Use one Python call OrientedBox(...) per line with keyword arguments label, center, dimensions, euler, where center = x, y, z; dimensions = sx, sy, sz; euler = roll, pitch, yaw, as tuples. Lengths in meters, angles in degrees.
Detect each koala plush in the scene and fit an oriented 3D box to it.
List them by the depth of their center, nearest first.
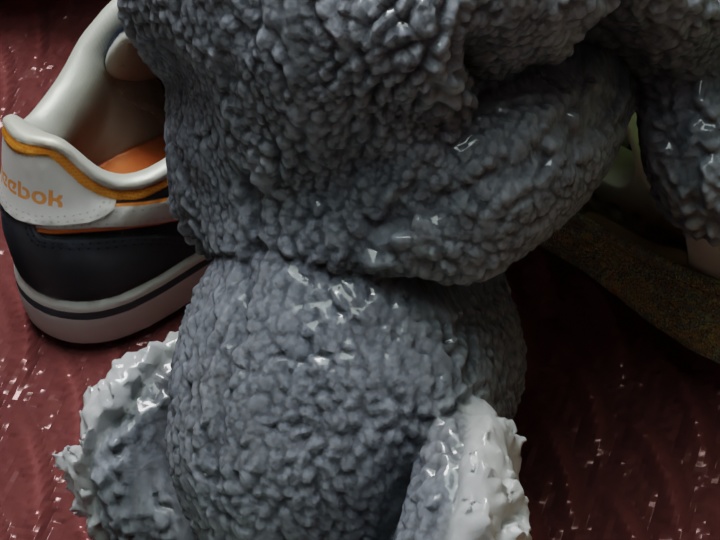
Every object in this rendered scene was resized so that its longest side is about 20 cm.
OrientedBox(label="koala plush", center=(0.000, 0.000, 0.734), dimensions=(0.176, 0.183, 0.202), euler=(14, 89, 36))

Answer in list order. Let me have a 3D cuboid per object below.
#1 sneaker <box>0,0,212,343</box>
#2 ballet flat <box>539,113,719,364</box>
OrientedBox(label="sneaker", center=(-0.031, -0.059, 0.882), dimensions=(0.078, 0.080, 0.200), euler=(28, 52, 38))
OrientedBox(label="ballet flat", center=(0.096, -0.021, 0.816), dimensions=(0.071, 0.071, 0.199), euler=(-37, 47, -27))
